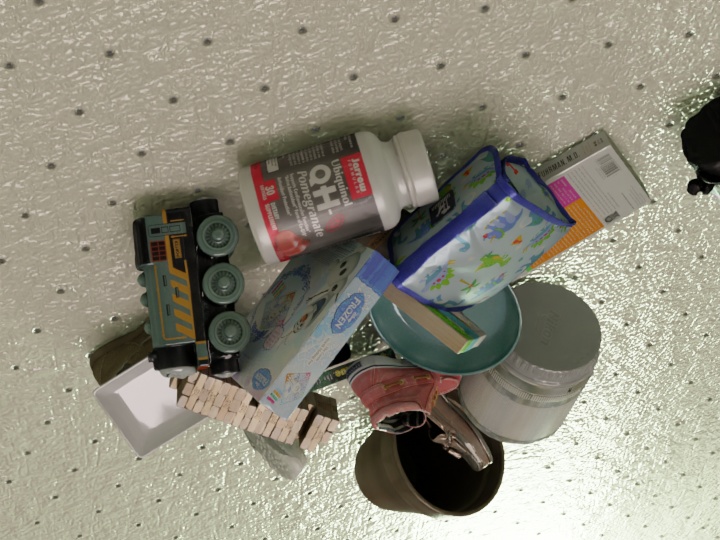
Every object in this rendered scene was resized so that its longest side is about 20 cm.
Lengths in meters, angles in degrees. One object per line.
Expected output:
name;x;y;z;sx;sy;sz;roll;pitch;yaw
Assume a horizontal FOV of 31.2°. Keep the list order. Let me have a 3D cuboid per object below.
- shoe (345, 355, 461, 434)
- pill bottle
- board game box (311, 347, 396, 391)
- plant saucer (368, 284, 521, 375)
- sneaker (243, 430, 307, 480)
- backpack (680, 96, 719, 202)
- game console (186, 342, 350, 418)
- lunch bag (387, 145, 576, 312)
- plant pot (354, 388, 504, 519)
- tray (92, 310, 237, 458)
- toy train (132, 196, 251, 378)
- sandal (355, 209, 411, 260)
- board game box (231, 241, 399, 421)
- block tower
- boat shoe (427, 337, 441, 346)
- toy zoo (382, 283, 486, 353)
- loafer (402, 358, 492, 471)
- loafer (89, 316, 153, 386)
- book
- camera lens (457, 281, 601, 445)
shoe;0.072;0.165;1.688;0.200;0.091;0.071;6;138;-45
pill bottle;-0.022;-0.085;1.381;0.200;0.111;0.111;-17;146;2
board game box;-0.057;0.148;1.714;0.200;0.023;0.105;-19;174;-14
plant saucer;0.108;0.043;1.618;0.200;0.036;0.200;11;128;14
sneaker;-0.106;0.215;1.732;0.080;0.200;0.076;-26;114;-14
backpack;0.474;-0.134;1.502;0.167;0.127;0.200;-19;149;25
game console;-0.115;0.145;1.671;0.200;0.118;0.171;-20;146;7
lunch bag;0.126;-0.042;1.430;0.170;0.127;0.200;-42;170;18
plant pot;0.083;0.282;1.912;0.200;0.200;0.174;9;155;-33
tray;-0.213;0.134;1.562;0.200;0.022;0.107;-32;107;0
toy train;-0.185;0.021;1.406;0.114;0.200;0.085;-7;175;-9
sandal;0.000;0.000;1.558;0.082;0.055;0.200;18;134;-31
board game box;-0.065;0.053;1.423;0.043;0.200;0.199;40;84;-21
block tower;-0.127;0.156;1.539;0.200;0.058;0.054;21;111;-16
boat shoe;0.120;0.064;1.692;0.084;0.069;0.200;-3;144;-18
toy zoo;0.082;0.044;1.493;0.020;0.131;0.200;-53;170;8
loafer;0.107;0.209;1.810;0.063;0.200;0.072;-40;-169;-21
loafer;-0.248;0.100;1.594;0.200;0.067;0.076;-32;143;23
book;0.236;-0.077;1.559;0.200;0.048;0.134;-29;141;18
camera lens;0.227;0.131;1.751;0.160;0.160;0.200;-5;145;-16
